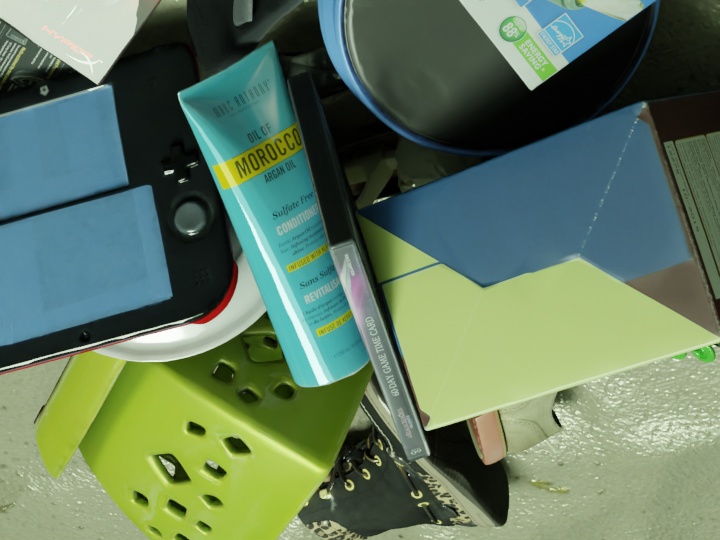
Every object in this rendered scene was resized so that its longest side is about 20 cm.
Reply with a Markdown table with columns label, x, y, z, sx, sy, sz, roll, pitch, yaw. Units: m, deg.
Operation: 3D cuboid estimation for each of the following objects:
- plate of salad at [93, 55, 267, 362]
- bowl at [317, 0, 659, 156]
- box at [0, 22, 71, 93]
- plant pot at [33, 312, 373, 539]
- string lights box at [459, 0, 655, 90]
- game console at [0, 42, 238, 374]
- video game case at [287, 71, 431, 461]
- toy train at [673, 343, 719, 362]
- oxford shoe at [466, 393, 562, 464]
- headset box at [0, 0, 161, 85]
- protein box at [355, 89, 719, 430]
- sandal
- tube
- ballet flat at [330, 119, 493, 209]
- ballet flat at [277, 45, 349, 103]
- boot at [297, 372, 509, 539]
| label | x | y | z | sx | sy | sz | roll | pitch | yaw |
| --- | --- | --- | --- | --- | --- | --- | --- | --- | --- |
| plate of salad | -0.126 | -0.039 | 1.295 | 0.198 | 0.202 | 0.048 | 5 | 168 | 10 |
| bowl | 0.075 | -0.154 | 1.150 | 0.198 | 0.040 | 0.202 | -4 | 123 | -7 |
| box | -0.232 | -0.189 | 1.253 | 0.159 | 0.044 | 0.200 | 27 | 138 | -15 |
| plant pot | -0.102 | 0.066 | 1.395 | 0.180 | 0.200 | 0.200 | 28 | 140 | -6 |
| string lights box | 0.137 | -0.199 | 1.070 | 0.199 | 0.059 | 0.103 | -35 | 123 | 14 |
| game console | -0.180 | -0.035 | 1.258 | 0.198 | 0.179 | 0.031 | -14 | 169 | 9 |
| video game case | 0.000 | 0.000 | 1.219 | 0.019 | 0.144 | 0.201 | -17 | 137 | 2 |
| toy train | 0.254 | 0.032 | 1.308 | 0.199 | 0.042 | 0.057 | 4 | 132 | 57 |
| oxford shoe | 0.103 | 0.049 | 1.424 | 0.073 | 0.071 | 0.201 | -15 | 137 | -5 |
| headset box | -0.147 | -0.228 | 1.122 | 0.148 | 0.078 | 0.200 | 33 | 117 | -18 |
| protein box | 0.143 | -0.012 | 1.198 | 0.197 | 0.199 | 0.136 | -20 | 87 | 32 |
| sandal | -0.068 | -0.173 | 1.175 | 0.042 | 0.077 | 0.200 | -10 | 158 | -26 |
| tube | -0.048 | -0.030 | 1.228 | 0.050 | 0.077 | 0.202 | -2 | 115 | 45 |
| ballet flat | 0.022 | -0.064 | 1.302 | 0.198 | 0.069 | 0.068 | -15 | 134 | 29 |
| ballet flat | 0.003 | -0.146 | 1.233 | 0.199 | 0.066 | 0.057 | -24 | 98 | 28 |
| boot | 0.007 | 0.139 | 1.536 | 0.149 | 0.074 | 0.200 | -15 | 137 | 30 |
